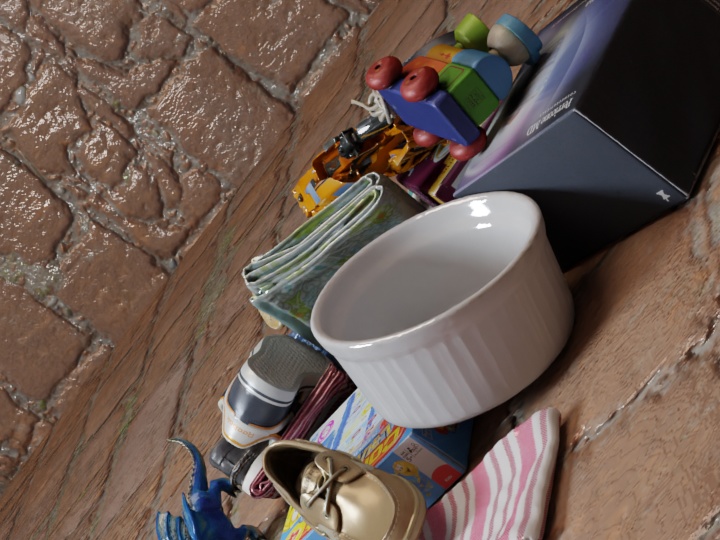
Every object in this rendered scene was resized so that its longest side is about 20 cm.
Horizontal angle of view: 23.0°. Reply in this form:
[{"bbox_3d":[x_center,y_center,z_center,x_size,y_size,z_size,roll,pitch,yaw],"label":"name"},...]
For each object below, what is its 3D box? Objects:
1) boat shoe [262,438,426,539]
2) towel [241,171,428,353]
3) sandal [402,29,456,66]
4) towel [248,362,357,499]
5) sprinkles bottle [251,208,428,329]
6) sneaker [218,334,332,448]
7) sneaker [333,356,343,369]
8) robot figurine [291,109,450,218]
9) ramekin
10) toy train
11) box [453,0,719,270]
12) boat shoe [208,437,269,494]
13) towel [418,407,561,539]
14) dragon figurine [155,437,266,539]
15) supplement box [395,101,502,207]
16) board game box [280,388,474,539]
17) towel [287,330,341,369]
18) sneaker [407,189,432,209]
[{"bbox_3d":[-0.018,0.174,1.346,0.200,0.064,0.071,12,75,63],"label":"boat shoe"},{"bbox_3d":[0.000,0.000,1.681,0.171,0.200,0.048,-36,57,13],"label":"towel"},{"bbox_3d":[0.057,-0.181,1.693,0.200,0.076,0.043,134,128,-58],"label":"sandal"},{"bbox_3d":[-0.051,0.161,1.710,0.144,0.023,0.200,-56,-8,-4],"label":"towel"},{"bbox_3d":[-0.011,-0.003,1.788,0.200,0.068,0.068,-20,-2,-23],"label":"sprinkles bottle"},{"bbox_3d":[-0.085,0.115,1.682,0.079,0.078,0.200,-60,-10,13],"label":"sneaker"},{"bbox_3d":[0.039,0.032,1.657,0.072,0.083,0.200,-13,-11,-40],"label":"sneaker"},{"bbox_3d":[0.023,-0.114,1.664,0.145,0.058,0.200,-25,-7,-35],"label":"robot figurine"},{"bbox_3d":[0.070,0.033,1.385,0.200,0.098,0.201,-25,24,12],"label":"ramekin"},{"bbox_3d":[0.067,-0.172,1.501,0.116,0.085,0.200,-45,26,-7],"label":"toy train"},{"bbox_3d":[0.201,-0.132,1.432,0.200,0.123,0.199,-36,23,59],"label":"box"},{"bbox_3d":[-0.087,0.160,1.790,0.200,0.060,0.074,-44,-19,-55],"label":"boat shoe"},{"bbox_3d":[0.067,0.195,1.252,0.200,0.030,0.146,-47,14,31],"label":"towel"},{"bbox_3d":[-0.161,0.249,1.738,0.099,0.200,0.059,-11,-21,-44],"label":"dragon figurine"},{"bbox_3d":[0.125,-0.105,1.698,0.131,0.103,0.200,-56,11,0],"label":"supplement box"},{"bbox_3d":[0.018,0.155,1.496,0.200,0.056,0.196,-48,13,28],"label":"board game box"},{"bbox_3d":[-0.051,0.099,1.881,0.200,0.049,0.112,-50,-23,21],"label":"towel"},{"bbox_3d":[0.115,-0.122,1.921,0.200,0.070,0.094,-38,37,48],"label":"sneaker"}]
